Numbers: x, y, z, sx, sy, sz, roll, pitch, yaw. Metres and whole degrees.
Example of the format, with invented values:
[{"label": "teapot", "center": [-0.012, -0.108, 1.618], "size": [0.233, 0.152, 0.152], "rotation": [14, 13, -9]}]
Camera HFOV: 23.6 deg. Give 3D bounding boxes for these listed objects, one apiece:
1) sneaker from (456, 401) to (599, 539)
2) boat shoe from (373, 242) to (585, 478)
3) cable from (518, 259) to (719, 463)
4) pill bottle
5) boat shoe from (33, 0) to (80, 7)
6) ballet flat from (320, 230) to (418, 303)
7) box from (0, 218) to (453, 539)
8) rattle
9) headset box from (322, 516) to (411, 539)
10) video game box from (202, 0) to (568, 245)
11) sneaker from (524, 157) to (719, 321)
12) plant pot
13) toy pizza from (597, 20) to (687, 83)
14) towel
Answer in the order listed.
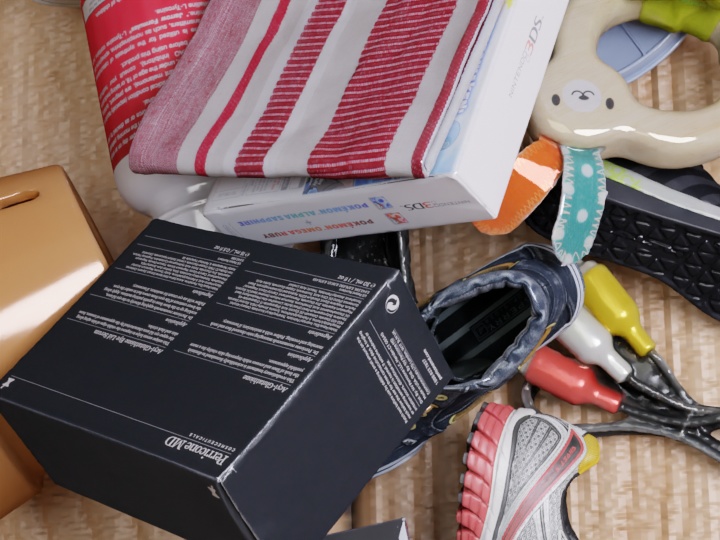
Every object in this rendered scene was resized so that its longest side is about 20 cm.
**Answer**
[{"label": "sneaker", "center": [0.089, 0.176, 0.935], "size": [0.081, 0.078, 0.202], "rotation": [7, 90, 8]}, {"label": "boat shoe", "center": [0.028, 0.055, 0.930], "size": [0.200, 0.091, 0.071], "rotation": [-39, 83, 21]}, {"label": "cable", "center": [0.162, 0.075, 0.942], "size": [0.199, 0.050, 0.098], "rotation": [35, 95, 23]}, {"label": "pill bottle", "center": [-0.100, -0.102, 1.034], "size": [0.111, 0.112, 0.202], "rotation": [-17, 74, 15]}, {"label": "boat shoe", "center": [-0.125, -0.225, 1.086], "size": [0.198, 0.075, 0.062], "rotation": [-20, 76, 13]}, {"label": "ballet flat", "center": [0.000, 0.000, 1.007], "size": [0.066, 0.057, 0.202], "rotation": [-5, 85, 16]}, {"label": "box", "center": [-0.075, 0.058, 0.881], "size": [0.199, 0.079, 0.141], "rotation": [12, 50, 46]}, {"label": "rattle", "center": [0.143, -0.110, 0.875], "size": [0.199, 0.143, 0.131], "rotation": [-33, 83, -26]}, {"label": "headset box", "center": [0.004, 0.215, 0.886], "size": [0.074, 0.200, 0.150], "rotation": [-12, 75, -2]}, {"label": "video game box", "center": [0.021, -0.111, 0.939], "size": [0.181, 0.047, 0.201], "rotation": [-8, 52, 44]}, {"label": "sneaker", "center": [0.181, -0.038, 0.946], "size": [0.199, 0.072, 0.083], "rotation": [26, 54, 6]}, {"label": "plant pot", "center": [-0.206, 0.031, 1.016], "size": [0.139, 0.200, 0.201], "rotation": [-27, 71, -6]}, {"label": "toy pizza", "center": [0.117, -0.193, 1.019], "size": [0.198, 0.032, 0.202], "rotation": [-3, 79, 18]}, {"label": "towel", "center": [-0.024, -0.111, 0.910], "size": [0.199, 0.023, 0.145], "rotation": [3, 60, 38]}]
